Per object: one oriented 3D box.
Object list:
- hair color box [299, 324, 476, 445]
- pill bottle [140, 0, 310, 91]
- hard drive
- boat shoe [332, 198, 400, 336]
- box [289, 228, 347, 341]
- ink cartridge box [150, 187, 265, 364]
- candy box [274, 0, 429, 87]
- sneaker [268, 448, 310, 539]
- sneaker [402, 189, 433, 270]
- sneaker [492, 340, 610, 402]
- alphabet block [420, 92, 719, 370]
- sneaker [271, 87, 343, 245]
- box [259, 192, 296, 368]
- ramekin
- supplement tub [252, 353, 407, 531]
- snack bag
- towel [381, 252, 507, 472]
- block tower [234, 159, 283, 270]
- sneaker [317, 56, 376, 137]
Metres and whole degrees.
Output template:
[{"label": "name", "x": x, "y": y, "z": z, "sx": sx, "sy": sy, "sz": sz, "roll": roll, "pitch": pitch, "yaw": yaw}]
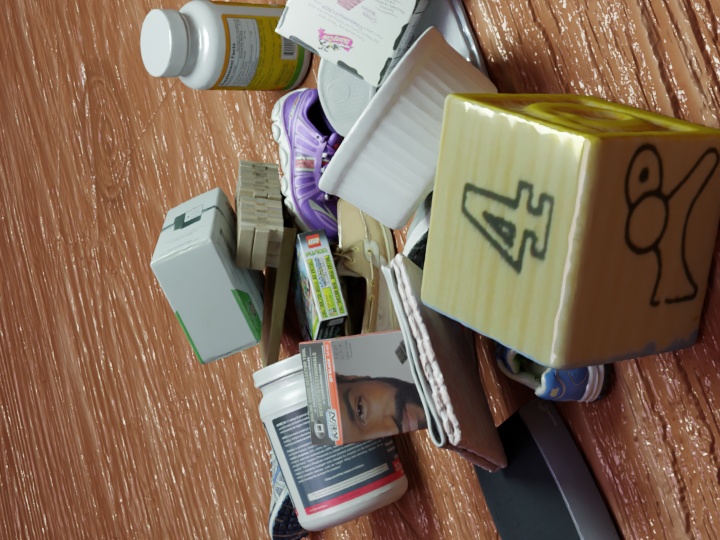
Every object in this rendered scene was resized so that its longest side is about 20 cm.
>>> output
[{"label": "hair color box", "x": 0.036, "y": 0.120, "z": 1.328, "sx": 0.064, "sy": 0.199, "sz": 0.112, "roll": -10, "pitch": 87, "yaw": 54}, {"label": "pill bottle", "x": -0.172, "y": -0.286, "z": 1.559, "sx": 0.111, "sy": 0.199, "sz": 0.112, "roll": 9, "pitch": 102, "yaw": 53}, {"label": "hard drive", "x": 0.189, "y": 0.245, "z": 1.268, "sx": 0.135, "sy": 0.042, "sz": 0.201, "roll": -48, "pitch": 57, "yaw": 45}, {"label": "boat shoe", "x": 0.000, "y": 0.000, "z": 1.474, "sx": 0.074, "sy": 0.066, "sz": 0.201, "roll": -25, "pitch": 74, "yaw": 52}, {"label": "box", "x": -0.054, "y": 0.034, "z": 1.506, "sx": 0.200, "sy": 0.035, "sz": 0.111, "roll": 109, "pitch": 147, "yaw": -71}, {"label": "ink cartridge box", "x": -0.183, "y": 0.002, "z": 1.514, "sx": 0.200, "sy": 0.083, "sz": 0.147, "roll": -95, "pitch": -18, "yaw": -69}, {"label": "candy box", "x": 0.011, "y": -0.322, "z": 1.341, "sx": 0.136, "sy": 0.061, "sz": 0.201, "roll": 30, "pitch": 109, "yaw": 8}, {"label": "sneaker", "x": -0.084, "y": 0.269, "z": 1.633, "sx": 0.085, "sy": 0.077, "sz": 0.201, "roll": 40, "pitch": 118, "yaw": 56}, {"label": "sneaker", "x": 0.103, "y": -0.077, "z": 1.323, "sx": 0.200, "sy": 0.074, "sz": 0.080, "roll": -53, "pitch": 25, "yaw": 34}, {"label": "sneaker", "x": 0.166, "y": 0.063, "z": 1.247, "sx": 0.200, "sy": 0.077, "sz": 0.076, "roll": 44, "pitch": 129, "yaw": 45}, {"label": "alphabet block", "x": 0.191, "y": -0.044, "z": 1.104, "sx": 0.196, "sy": 0.195, "sz": 0.201, "roll": 25, "pitch": 113, "yaw": 47}, {"label": "sneaker", "x": -0.053, "y": -0.131, "z": 1.527, "sx": 0.083, "sy": 0.080, "sz": 0.201, "roll": -17, "pitch": 86, "yaw": 35}, {"label": "box", "x": -0.110, "y": 0.013, "z": 1.604, "sx": 0.164, "sy": 0.021, "sz": 0.201, "roll": -108, "pitch": 26, "yaw": -69}, {"label": "ramekin", "x": 0.053, "y": -0.138, "z": 1.250, "sx": 0.098, "sy": 0.201, "sz": 0.201, "roll": 37, "pitch": 132, "yaw": 0}, {"label": "supplement tub", "x": -0.038, "y": 0.197, "z": 1.469, "sx": 0.140, "sy": 0.140, "sz": 0.201, "roll": -27, "pitch": 82, "yaw": 52}, {"label": "snack bag", "x": 0.080, "y": -0.184, "z": 1.379, "sx": 0.188, "sy": 0.021, "sz": 0.201, "roll": -40, "pitch": 63, "yaw": 48}, {"label": "towel", "x": 0.085, "y": 0.097, "z": 1.230, "sx": 0.032, "sy": 0.191, "sz": 0.201, "roll": -22, "pitch": 69, "yaw": 14}, {"label": "block tower", "x": -0.127, "y": -0.070, "z": 1.524, "sx": 0.200, "sy": 0.054, "sz": 0.058, "roll": -99, "pitch": 18, "yaw": -60}, {"label": "sneaker", "x": -0.015, "y": -0.263, "z": 1.452, "sx": 0.070, "sy": 0.099, "sz": 0.201, "roll": -6, "pitch": 103, "yaw": 11}]
